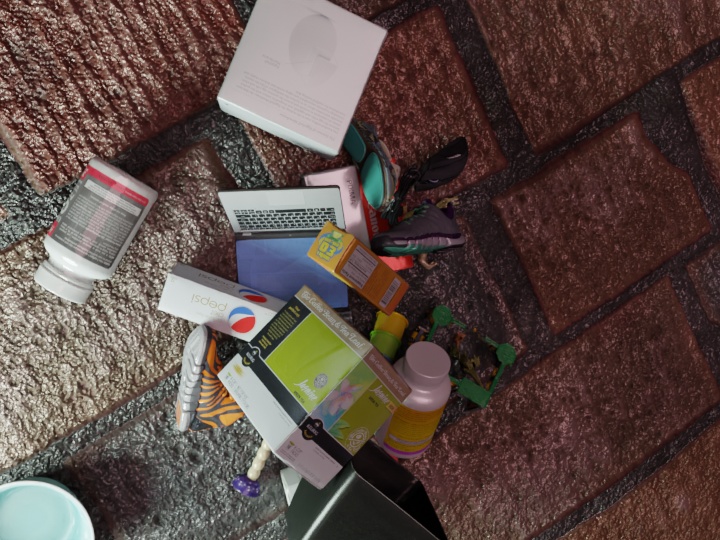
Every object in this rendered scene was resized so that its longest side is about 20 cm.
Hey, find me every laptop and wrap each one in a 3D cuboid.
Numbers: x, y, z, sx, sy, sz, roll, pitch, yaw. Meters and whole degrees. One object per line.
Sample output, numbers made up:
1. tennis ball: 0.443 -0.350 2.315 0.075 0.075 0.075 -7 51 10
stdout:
1. laptop: -0.116 -0.031 1.119 0.184 0.201 0.117 -2 64 2

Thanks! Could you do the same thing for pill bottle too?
1. pill bottle: -0.398 -0.057 1.060 0.110 0.111 0.202 30 87 -17
2. pill bottle: 0.088 0.210 1.163 0.103 0.105 0.202 -1 134 -16

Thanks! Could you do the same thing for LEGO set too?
1. LEGO set: 0.165 0.163 1.264 0.198 0.116 0.155 23 71 -5

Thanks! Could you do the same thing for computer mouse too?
1. computer mouse: 0.117 -0.143 1.202 0.046 0.141 0.199 43 45 12

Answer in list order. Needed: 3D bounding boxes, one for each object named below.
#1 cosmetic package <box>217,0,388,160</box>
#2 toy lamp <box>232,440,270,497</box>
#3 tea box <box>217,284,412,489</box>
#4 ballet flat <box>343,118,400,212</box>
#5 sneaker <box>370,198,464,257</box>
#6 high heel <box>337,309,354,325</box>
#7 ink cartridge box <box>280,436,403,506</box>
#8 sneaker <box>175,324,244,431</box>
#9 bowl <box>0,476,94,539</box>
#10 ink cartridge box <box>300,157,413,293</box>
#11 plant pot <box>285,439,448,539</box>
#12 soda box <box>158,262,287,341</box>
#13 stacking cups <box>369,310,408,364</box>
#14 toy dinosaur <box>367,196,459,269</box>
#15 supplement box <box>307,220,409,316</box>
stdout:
1. cosmetic package: -0.092 -0.307 1.103 0.197 0.123 0.202 23 88 -9
2. toy lamp: -0.149 0.279 1.201 0.058 0.058 0.202 28 91 -17
3. tea box: -0.069 0.165 1.044 0.197 0.200 0.134 -45 131 -6
4. ballet flat: 0.028 -0.172 1.142 0.073 0.202 0.075 -14 145 -10
5. sneaker: 0.086 -0.071 1.152 0.198 0.074 0.089 -4 81 -45
6. high heel: -0.074 0.162 1.215 0.140 0.072 0.203 -5 108 3
7. ink cartridge box: -0.026 0.393 1.232 0.197 0.084 0.146 -16 100 -15
8. sneaker: -0.229 0.172 1.144 0.111 0.078 0.202 3 124 -24
9. bowl: -0.506 0.400 1.085 0.198 0.105 0.204 -2 97 -16
10. ink cartridge box: 0.001 -0.079 1.208 0.171 0.044 0.203 -13 100 -13
11. plant pot: -0.009 0.383 1.103 0.199 0.200 0.178 42 94 -14
12. soda box: -0.211 0.057 1.126 0.198 0.068 0.064 20 104 -6
13. stacking cups: 0.028 0.167 1.188 0.060 0.060 0.202 28 59 -17
14. toy dinosaur: 0.100 -0.052 1.239 0.199 0.058 0.102 -34 92 -21
15. supplement box: 0.000 0.000 1.109 0.069 0.066 0.200 -55 143 -6
